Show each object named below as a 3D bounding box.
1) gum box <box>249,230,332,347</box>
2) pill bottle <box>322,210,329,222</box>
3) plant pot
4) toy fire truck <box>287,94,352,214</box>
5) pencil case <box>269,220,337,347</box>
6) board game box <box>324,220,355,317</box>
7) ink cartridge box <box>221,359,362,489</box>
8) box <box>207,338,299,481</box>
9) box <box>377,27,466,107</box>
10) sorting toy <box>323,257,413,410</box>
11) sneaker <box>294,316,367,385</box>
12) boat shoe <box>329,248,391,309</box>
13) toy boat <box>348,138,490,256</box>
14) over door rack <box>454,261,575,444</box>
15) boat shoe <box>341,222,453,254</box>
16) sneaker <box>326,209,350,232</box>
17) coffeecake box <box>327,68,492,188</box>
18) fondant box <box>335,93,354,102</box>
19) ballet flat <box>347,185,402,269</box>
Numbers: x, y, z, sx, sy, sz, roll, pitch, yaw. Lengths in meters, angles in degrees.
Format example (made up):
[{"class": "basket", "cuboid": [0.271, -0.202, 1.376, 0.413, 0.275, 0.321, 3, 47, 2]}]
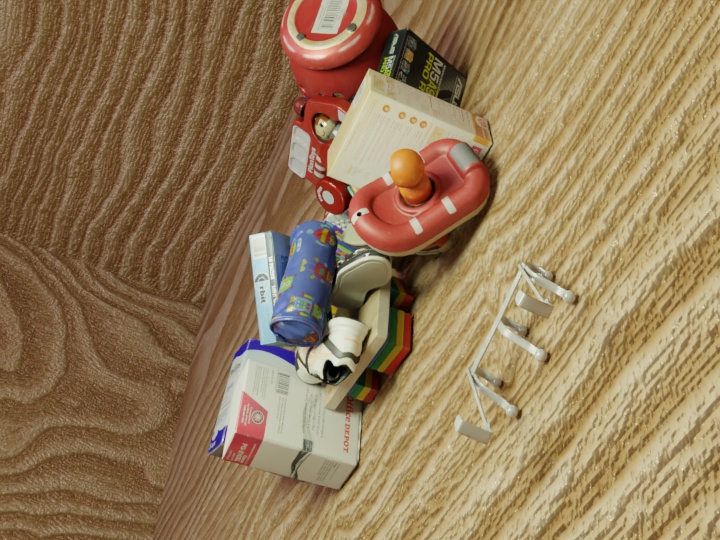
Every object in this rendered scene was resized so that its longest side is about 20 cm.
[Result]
[{"class": "gum box", "cuboid": [-0.107, 0.036, 1.474, 0.200, 0.044, 0.173, 14, -113, -67]}, {"class": "pill bottle", "cuboid": [-0.010, -0.104, 1.706, 0.116, 0.115, 0.202, 132, 154, -55]}, {"class": "plant pot", "cuboid": [-0.032, -0.374, 1.523, 0.183, 0.198, 0.203, 51, -131, -58]}, {"class": "toy fire truck", "cuboid": [-0.052, -0.205, 1.516, 0.112, 0.167, 0.201, -42, -23, -34]}, {"class": "pencil case", "cuboid": [-0.084, 0.020, 1.365, 0.086, 0.078, 0.202, -25, 40, 35]}, {"class": "board game box", "cuboid": [-0.051, 0.025, 1.638, 0.201, 0.133, 0.045, -60, 2, 36]}, {"class": "ink cartridge box", "cuboid": [-0.104, 0.243, 1.436, 0.146, 0.197, 0.085, -86, 19, -47]}, {"class": "box", "cuboid": [-0.153, 0.250, 1.633, 0.105, 0.182, 0.202, 134, 152, -59]}, {"class": "box", "cuboid": [0.086, -0.260, 1.469, 0.044, 0.159, 0.203, 1, 68, 48]}, {"class": "sorting toy", "cuboid": [0.019, 0.093, 1.434, 0.200, 0.069, 0.201, -85, 20, -44]}, {"class": "sneaker", "cuboid": [-0.055, 0.138, 1.365, 0.200, 0.073, 0.081, 133, 151, -57]}, {"class": "boat shoe", "cuboid": [0.000, 0.000, 1.357, 0.200, 0.073, 0.061, 122, 159, -66]}, {"class": "toy boat", "cuboid": [0.072, -0.115, 1.238, 0.199, 0.131, 0.131, -33, 52, 3]}, {"class": "over door rack", "cuboid": [0.158, 0.081, 0.916, 0.200, 0.066, 0.149, -44, -22, -76]}, {"class": "boat shoe", "cuboid": [0.052, -0.052, 1.370, 0.198, 0.063, 0.072, -4, 51, 47]}, {"class": "sneaker", "cuboid": [0.029, -0.111, 1.574, 0.198, 0.076, 0.081, -11, 47, 36]}, {"class": "coffeecake box", "cuboid": [0.070, -0.181, 1.346, 0.074, 0.198, 0.154, -90, 25, -52]}, {"class": "fondant box", "cuboid": [0.009, -0.253, 1.652, 0.058, 0.198, 0.146, -98, 29, -89]}, {"class": "ballet flat", "cuboid": [0.043, -0.079, 1.472, 0.063, 0.201, 0.069, -29, 45, 0]}]
